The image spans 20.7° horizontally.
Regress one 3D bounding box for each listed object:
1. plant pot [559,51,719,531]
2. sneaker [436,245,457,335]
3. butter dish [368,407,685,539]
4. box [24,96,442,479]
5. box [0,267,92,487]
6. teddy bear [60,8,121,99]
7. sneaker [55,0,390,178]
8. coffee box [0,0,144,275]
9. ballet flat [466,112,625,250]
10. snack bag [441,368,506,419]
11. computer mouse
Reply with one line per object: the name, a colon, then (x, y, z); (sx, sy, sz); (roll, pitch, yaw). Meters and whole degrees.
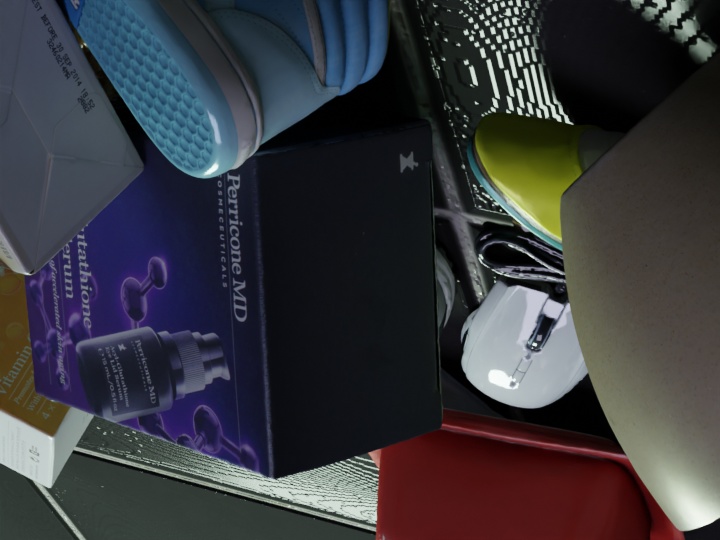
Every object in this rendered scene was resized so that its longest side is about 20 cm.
plant pot: (0.159, -0.011, 0.799); (0.134, 0.200, 0.200); (49, 154, 5)
sneaker: (0.000, 0.000, 1.043); (0.074, 0.079, 0.200); (11, 153, 19)
butter dish: (0.087, 0.181, 1.217); (0.200, 0.148, 0.199); (10, 158, 18)
box: (-0.065, -0.003, 0.924); (0.104, 0.148, 0.200); (-13, -164, -38)
box: (-0.246, 0.024, 1.214); (0.200, 0.124, 0.097); (27, 154, 3)
teddy bear: (-0.191, -0.148, 0.944); (0.200, 0.067, 0.145); (14, 145, 31)
sneaker: (-0.064, -0.143, 0.829); (0.200, 0.131, 0.080); (59, 152, 9)
coffee box: (-0.206, -0.080, 0.883); (0.200, 0.080, 0.113); (15, 142, 44)
ballet flat: (0.138, -0.025, 0.916); (0.200, 0.067, 0.067); (35, 131, -30)
snack bag: (-0.030, 0.061, 1.250); (0.189, 0.021, 0.200); (-9, 141, 47)
computer mouse: (0.098, 0.036, 1.072); (0.110, 0.044, 0.200); (21, 154, 1)
